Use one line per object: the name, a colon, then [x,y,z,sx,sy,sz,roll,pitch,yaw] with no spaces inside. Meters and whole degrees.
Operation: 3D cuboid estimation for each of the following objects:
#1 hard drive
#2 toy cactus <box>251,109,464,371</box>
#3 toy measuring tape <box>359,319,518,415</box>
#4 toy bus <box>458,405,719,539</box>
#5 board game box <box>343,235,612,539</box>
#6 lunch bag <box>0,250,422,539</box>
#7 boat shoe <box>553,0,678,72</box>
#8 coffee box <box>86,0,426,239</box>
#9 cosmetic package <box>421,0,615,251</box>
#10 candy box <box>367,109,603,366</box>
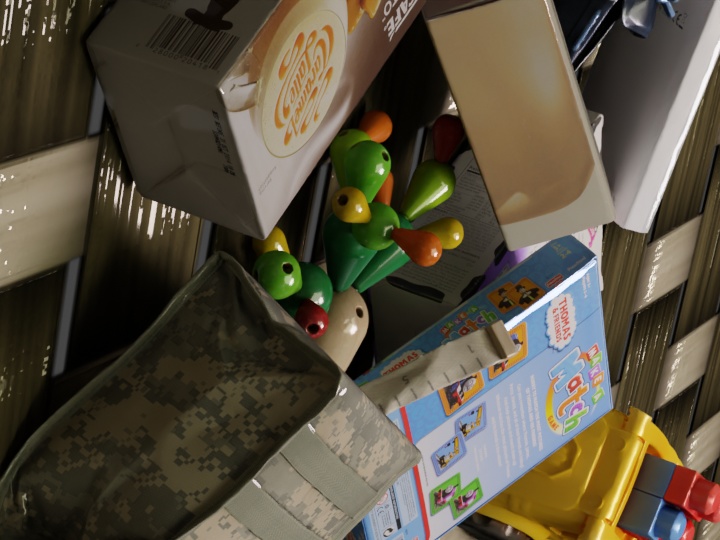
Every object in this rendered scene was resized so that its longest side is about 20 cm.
hard drive: [0.199,-0.142,1.629,0.027,0.132,0.201,13,109,-22]
toy cactus: [0.000,0.000,1.373,0.200,0.102,0.166,-50,160,-57]
toy measuring tape: [-0.005,0.084,1.357,0.199,0.074,0.074,-27,147,-2]
toy bus: [0.174,0.154,1.730,0.136,0.191,0.200,-68,158,-10]
board game box: [0.068,0.086,1.478,0.200,0.037,0.152,-34,141,-19]
lunch bag: [-0.085,0.114,1.210,0.200,0.118,0.164,-44,155,-3]
boat shoe: [0.162,-0.170,1.512,0.200,0.069,0.084,-45,165,15]
coffee box: [-0.040,-0.133,1.178,0.200,0.079,0.115,-57,153,-29]
cosmetic package: [0.087,-0.118,1.395,0.200,0.071,0.106,66,10,-45]
candy box: [0.087,0.008,1.575,0.200,0.071,0.168,-52,150,-36]
